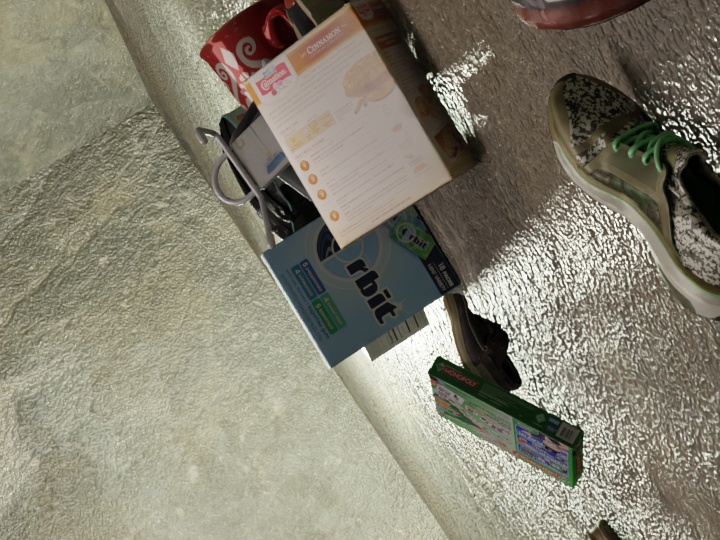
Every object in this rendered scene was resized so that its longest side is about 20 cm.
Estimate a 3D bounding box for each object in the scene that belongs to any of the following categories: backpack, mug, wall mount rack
[{"bbox_3d":[-0.112,-0.161,2.128,0.200,0.153,0.176,45,165,19],"label":"backpack"},{"bbox_3d":[-0.098,-0.236,1.871,0.201,0.133,0.178,55,177,2],"label":"mug"},{"bbox_3d":[-0.091,-0.129,1.627,0.174,0.200,0.074,53,-162,16],"label":"wall mount rack"}]

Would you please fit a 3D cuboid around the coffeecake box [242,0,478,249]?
[{"bbox_3d":[-0.001,-0.150,1.488,0.201,0.153,0.073,59,-149,-1],"label":"coffeecake box"}]

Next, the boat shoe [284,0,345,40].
[{"bbox_3d":[-0.030,-0.244,1.609,0.201,0.070,0.063,62,155,24],"label":"boat shoe"}]

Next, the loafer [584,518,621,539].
[{"bbox_3d":[0.307,0.382,1.862,0.076,0.067,0.201,53,170,34],"label":"loafer"}]

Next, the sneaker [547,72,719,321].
[{"bbox_3d":[0.202,-0.067,0.958,0.200,0.076,0.089,50,156,20],"label":"sneaker"}]

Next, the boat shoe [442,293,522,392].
[{"bbox_3d":[0.149,0.089,1.780,0.201,0.064,0.072,64,-169,-46],"label":"boat shoe"}]

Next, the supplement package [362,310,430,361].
[{"bbox_3d":[-0.004,0.008,2.237,0.200,0.110,0.157,50,168,50],"label":"supplement package"}]

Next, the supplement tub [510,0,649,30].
[{"bbox_3d":[0.099,-0.239,0.785,0.201,0.106,0.107,64,170,-28],"label":"supplement tub"}]

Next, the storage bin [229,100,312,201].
[{"bbox_3d":[-0.029,-0.142,1.738,0.134,0.146,0.199,40,-167,31],"label":"storage bin"}]

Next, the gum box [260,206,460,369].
[{"bbox_3d":[0.000,0.000,1.872,0.171,0.199,0.045,58,172,1],"label":"gum box"}]

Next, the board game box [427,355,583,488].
[{"bbox_3d":[0.177,0.184,1.782,0.198,0.029,0.135,27,160,20],"label":"board game box"}]
